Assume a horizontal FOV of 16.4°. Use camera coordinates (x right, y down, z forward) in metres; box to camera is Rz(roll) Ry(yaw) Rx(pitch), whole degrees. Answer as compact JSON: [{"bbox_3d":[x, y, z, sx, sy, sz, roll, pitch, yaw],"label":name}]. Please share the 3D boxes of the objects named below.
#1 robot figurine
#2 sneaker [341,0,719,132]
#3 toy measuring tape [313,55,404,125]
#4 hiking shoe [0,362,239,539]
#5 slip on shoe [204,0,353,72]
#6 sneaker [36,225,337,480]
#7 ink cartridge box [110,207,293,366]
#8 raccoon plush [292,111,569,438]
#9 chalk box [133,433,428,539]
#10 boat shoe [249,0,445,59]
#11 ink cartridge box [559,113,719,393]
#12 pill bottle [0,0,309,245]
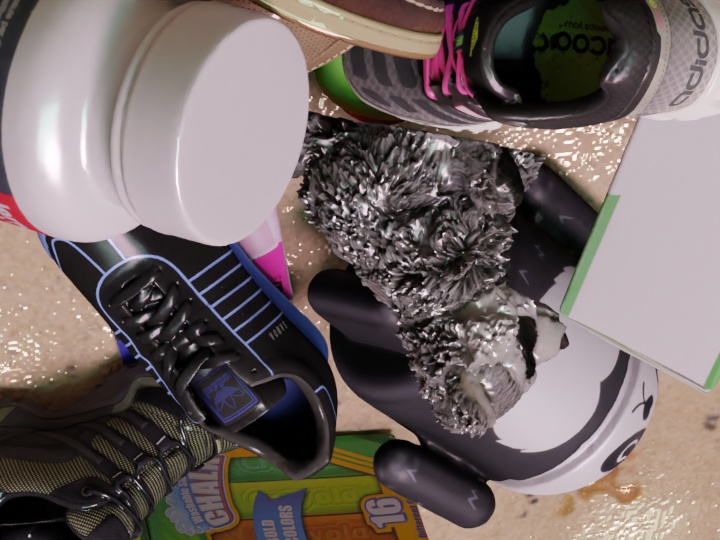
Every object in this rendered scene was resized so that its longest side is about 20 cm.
[{"bbox_3d":[0.067,0.036,1.276,0.150,0.125,0.200,-39,131,19],"label":"robot figurine"},{"bbox_3d":[0.061,-0.096,1.052,0.087,0.199,0.074,1,93,-51],"label":"sneaker"},{"bbox_3d":[0.049,-0.105,1.178,0.199,0.074,0.074,-4,133,-14],"label":"toy measuring tape"},{"bbox_3d":[-0.121,0.108,1.295,0.199,0.101,0.076,-15,145,-2],"label":"hiking shoe"},{"bbox_3d":[-0.067,-0.087,1.063,0.199,0.061,0.076,-20,137,24],"label":"slip on shoe"},{"bbox_3d":[-0.078,0.025,1.200,0.070,0.078,0.200,-37,126,20],"label":"sneaker"},{"bbox_3d":[-0.088,-0.023,1.236,0.094,0.037,0.200,-14,136,-5],"label":"ink cartridge box"},{"bbox_3d":[0.000,0.000,1.159,0.199,0.097,0.135,11,91,11],"label":"raccoon plush"},{"bbox_3d":[-0.072,0.176,1.363,0.199,0.125,0.124,-2,132,-18],"label":"chalk box"},{"bbox_3d":[-0.046,-0.151,0.974,0.200,0.072,0.072,29,100,-8],"label":"boat shoe"},{"bbox_3d":[0.181,-0.063,1.169,0.084,0.200,0.146,27,129,10],"label":"ink cartridge box"},{"bbox_3d":[-0.127,-0.077,0.992,0.199,0.120,0.120,16,143,29],"label":"pill bottle"}]
